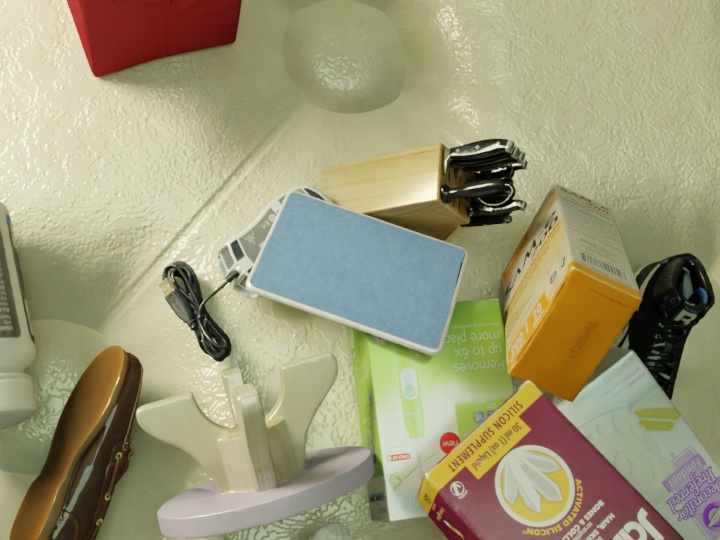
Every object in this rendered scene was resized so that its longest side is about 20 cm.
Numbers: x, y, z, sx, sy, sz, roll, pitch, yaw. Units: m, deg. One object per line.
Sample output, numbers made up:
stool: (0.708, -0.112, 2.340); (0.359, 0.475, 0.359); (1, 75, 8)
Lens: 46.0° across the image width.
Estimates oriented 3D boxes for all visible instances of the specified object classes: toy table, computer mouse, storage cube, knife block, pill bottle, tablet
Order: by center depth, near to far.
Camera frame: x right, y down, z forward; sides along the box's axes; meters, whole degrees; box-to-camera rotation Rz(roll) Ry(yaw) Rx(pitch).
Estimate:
pill bottle: (-0.360, 0.042, 0.767); (0.113, 0.114, 0.202); (-13, 76, -15)
toy table: (-0.095, 0.154, 0.771); (0.198, 0.183, 0.118); (-15, 94, -24)
tablet: (0.000, 0.000, 0.836); (0.198, 0.014, 0.131); (19, 56, 3)
knife block: (0.065, -0.089, 0.865); (0.198, 0.176, 0.065); (9, 71, -9)
storage cube: (-0.228, -0.333, 0.873); (0.169, 0.180, 0.202); (-20, 79, -17)
computer mouse: (-0.106, -0.007, 0.876); (0.200, 0.044, 0.110); (-39, 79, -14)

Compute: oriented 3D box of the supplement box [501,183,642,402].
supplement box: (0.199, 0.015, 0.838); (0.073, 0.127, 0.200); (23, 27, -4)

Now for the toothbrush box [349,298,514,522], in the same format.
toothbrush box: (0.075, 0.139, 0.848); (0.144, 0.086, 0.202); (-3, 76, -12)

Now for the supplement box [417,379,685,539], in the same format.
supplement box: (0.160, 0.219, 0.719); (0.131, 0.103, 0.200); (-38, 70, -18)

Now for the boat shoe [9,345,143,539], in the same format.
boat shoe: (-0.249, 0.172, 0.783); (0.070, 0.070, 0.202); (37, 68, -40)

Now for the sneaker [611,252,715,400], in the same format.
sneaker: (0.321, 0.074, 0.905); (0.072, 0.112, 0.202); (15, 71, -6)

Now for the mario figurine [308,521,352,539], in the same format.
mario figurine: (-0.063, 0.298, 0.756); (0.198, 0.106, 0.125); (3, 107, -3)

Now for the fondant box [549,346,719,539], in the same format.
fondant box: (0.270, 0.200, 0.858); (0.144, 0.058, 0.201); (-37, 90, -2)
